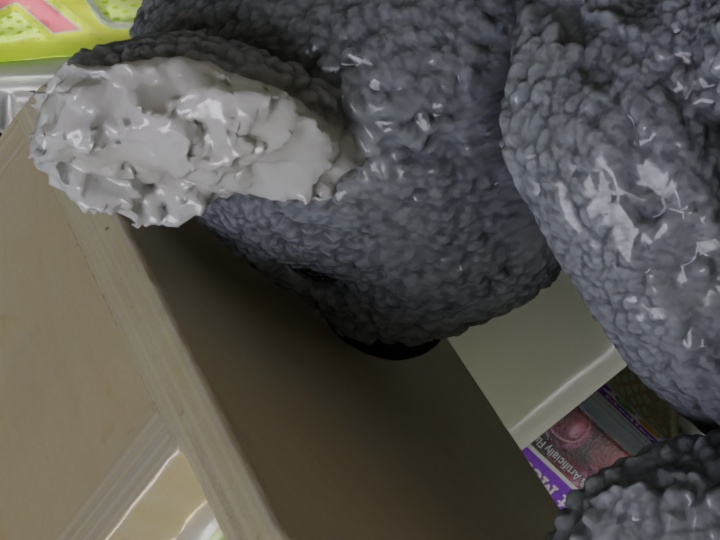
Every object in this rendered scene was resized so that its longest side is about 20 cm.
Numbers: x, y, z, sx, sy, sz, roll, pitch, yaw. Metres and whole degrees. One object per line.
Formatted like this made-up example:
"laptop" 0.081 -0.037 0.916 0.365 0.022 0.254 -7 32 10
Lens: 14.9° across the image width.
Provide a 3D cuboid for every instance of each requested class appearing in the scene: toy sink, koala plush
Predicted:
"toy sink" -0.032 0.071 0.637 0.130 0.200 0.112 29 107 -35
"koala plush" 0.038 -0.037 0.609 0.199 0.177 0.184 15 122 11

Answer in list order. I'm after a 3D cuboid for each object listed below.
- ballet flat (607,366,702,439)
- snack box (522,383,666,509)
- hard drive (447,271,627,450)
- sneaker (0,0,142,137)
"ballet flat" 0.148 0.041 0.780 0.200 0.062 0.068 -2 119 33
"snack box" -0.023 0.044 0.806 0.200 0.053 0.142 43 105 5
"hard drive" 0.000 0.000 0.755 0.200 0.027 0.132 -40 86 15
"sneaker" -0.100 -0.074 0.724 0.199 0.078 0.091 1 87 0
